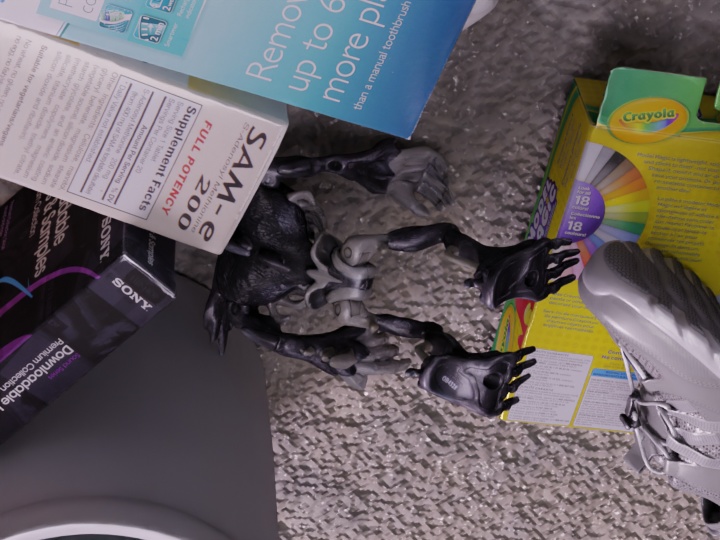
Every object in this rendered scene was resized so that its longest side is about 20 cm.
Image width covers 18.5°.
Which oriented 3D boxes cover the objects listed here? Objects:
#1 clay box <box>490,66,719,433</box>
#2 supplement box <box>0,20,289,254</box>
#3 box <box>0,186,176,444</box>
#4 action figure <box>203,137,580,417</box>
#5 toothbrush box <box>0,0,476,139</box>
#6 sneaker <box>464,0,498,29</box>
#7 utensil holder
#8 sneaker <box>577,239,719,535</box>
[{"bbox_3d":[0.140,-0.013,1.051,0.114,0.048,0.201,7,123,-13],"label":"clay box"},{"bbox_3d":[-0.135,-0.098,0.924,0.199,0.126,0.074,19,120,-18],"label":"supplement box"},{"bbox_3d":[-0.161,0.020,0.994,0.200,0.143,0.036,-38,118,19],"label":"box"},{"bbox_3d":[0.000,0.000,1.009,0.102,0.200,0.119,4,105,-52],"label":"action figure"},{"bbox_3d":[-0.048,-0.153,0.813,0.199,0.085,0.147,16,121,-18],"label":"toothbrush box"},{"bbox_3d":[0.039,-0.197,0.908,0.099,0.078,0.200,-24,133,4],"label":"sneaker"},{"bbox_3d":[-0.120,0.116,1.029,0.169,0.200,0.170,-3,125,-4],"label":"utensil holder"},{"bbox_3d":[0.153,0.066,1.032,0.082,0.075,0.200,-35,125,13],"label":"sneaker"}]
